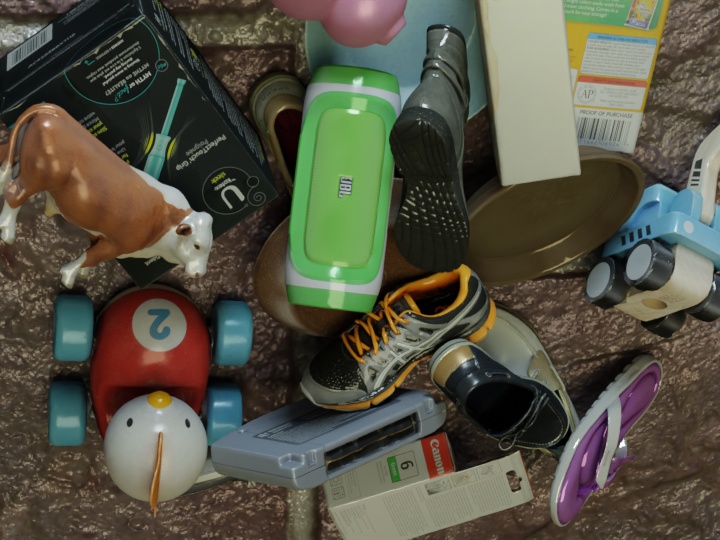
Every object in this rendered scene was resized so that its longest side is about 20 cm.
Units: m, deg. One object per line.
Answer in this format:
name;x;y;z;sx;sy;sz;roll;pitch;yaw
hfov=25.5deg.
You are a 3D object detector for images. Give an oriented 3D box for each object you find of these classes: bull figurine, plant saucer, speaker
bull figurine;-0.211;-0.050;1.271;0.121;0.065;0.200;-40;119;13
plant saucer;0.045;-0.217;1.402;0.198;0.039;0.203;-6;119;-10
plant saucer;0.168;-0.053;1.475;0.198;0.030;0.201;-17;152;-9
plant saucer;0.000;0.000;1.468;0.198;0.037;0.202;-15;141;-13
speaker;-0.015;-0.069;1.355;0.087;0.088;0.203;7;89;-16

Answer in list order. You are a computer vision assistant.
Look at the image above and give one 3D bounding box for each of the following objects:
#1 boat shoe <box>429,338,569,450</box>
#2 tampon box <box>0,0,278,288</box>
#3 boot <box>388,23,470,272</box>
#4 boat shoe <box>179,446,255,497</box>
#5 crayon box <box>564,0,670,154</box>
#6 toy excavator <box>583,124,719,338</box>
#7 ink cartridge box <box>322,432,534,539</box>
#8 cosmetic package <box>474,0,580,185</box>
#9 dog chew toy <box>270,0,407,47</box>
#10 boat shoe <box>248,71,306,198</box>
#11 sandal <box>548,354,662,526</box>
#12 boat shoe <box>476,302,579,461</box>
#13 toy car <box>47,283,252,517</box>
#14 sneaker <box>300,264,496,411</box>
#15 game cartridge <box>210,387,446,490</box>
boat shoe;0.138;0.130;1.497;0.075;0.062;0.200;-45;135;9
tampon box;-0.189;-0.121;1.348;0.149;0.127;0.201;-32;121;6
boot;0.074;-0.103;1.381;0.067;0.132;0.201;9;140;14
boat shoe;-0.104;0.191;1.566;0.198;0.073;0.063;-19;118;-8
crayon box;0.205;-0.211;1.434;0.124;0.052;0.202;3;117;-14
toy excavator;0.313;-0.060;1.518;0.099;0.202;0.194;23;155;-23
ink cartridge box;0.068;0.216;1.600;0.198;0.051;0.109;-18;143;4
cosmetic package;0.138;-0.187;1.348;0.072;0.104;0.202;-7;116;3
dog chew toy;-0.041;-0.262;1.289;0.200;0.125;0.125;44;103;-8
boat shoe;-0.036;-0.084;1.437;0.074;0.067;0.201;-34;120;6
sandal;0.253;0.169;1.593;0.204;0.049;0.083;-55;139;-19
boat shoe;0.167;0.112;1.587;0.074;0.069;0.200;-37;119;8
toy car;-0.186;0.129;1.440;0.182;0.201;0.179;2;117;-14
sneaker;0.030;0.056;1.464;0.199;0.078;0.078;-31;143;-9
game cartridge;-0.033;0.150;1.460;0.199;0.132;0.042;-19;101;-42
